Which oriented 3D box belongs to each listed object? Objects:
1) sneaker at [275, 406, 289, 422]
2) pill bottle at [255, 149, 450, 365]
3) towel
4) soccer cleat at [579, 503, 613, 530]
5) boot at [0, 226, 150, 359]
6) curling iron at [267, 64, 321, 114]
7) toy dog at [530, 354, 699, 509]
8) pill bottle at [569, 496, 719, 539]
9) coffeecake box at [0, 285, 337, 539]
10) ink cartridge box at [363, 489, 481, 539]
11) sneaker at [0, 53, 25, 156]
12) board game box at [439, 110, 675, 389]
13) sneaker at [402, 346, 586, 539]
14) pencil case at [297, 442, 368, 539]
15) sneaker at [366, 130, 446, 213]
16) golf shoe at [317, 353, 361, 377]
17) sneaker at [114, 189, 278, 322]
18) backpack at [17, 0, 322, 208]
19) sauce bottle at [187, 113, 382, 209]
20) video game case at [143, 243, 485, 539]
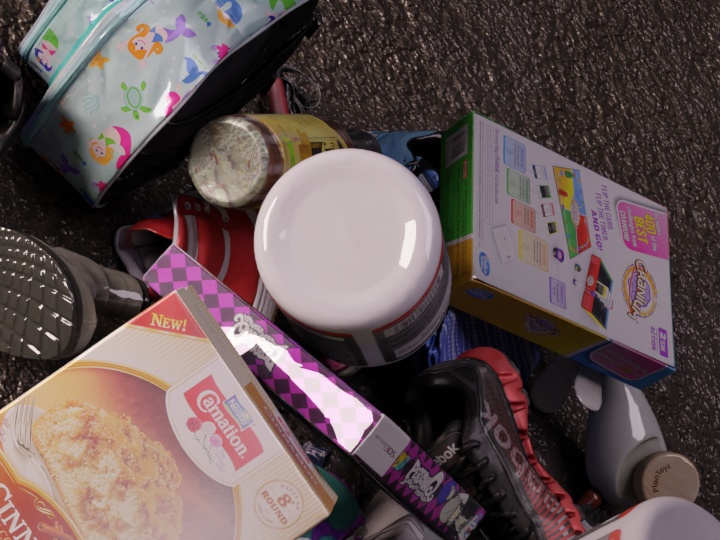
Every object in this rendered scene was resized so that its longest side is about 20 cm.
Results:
[{"bbox_3d":[-0.117,0.121,1.299,0.200,0.077,0.080,-16,112,-59],"label":"sneaker"},{"bbox_3d":[0.000,0.000,1.329,0.200,0.116,0.116,68,-2,-77],"label":"pill bottle"},{"bbox_3d":[0.094,0.062,1.533,0.200,0.024,0.145,-53,138,-50],"label":"towel"},{"bbox_3d":[0.200,0.236,1.554,0.068,0.073,0.200,45,9,37],"label":"soccer cleat"},{"bbox_3d":[-0.178,0.010,1.220,0.131,0.200,0.068,8,97,-39],"label":"boot"},{"bbox_3d":[-0.046,-0.073,1.536,0.050,0.026,0.200,17,52,-36],"label":"curling iron"},{"bbox_3d":[0.178,0.115,1.587,0.096,0.132,0.200,-27,76,-14],"label":"toy dog"},{"bbox_3d":[0.136,0.225,1.234,0.116,0.200,0.116,25,48,-31],"label":"pill bottle"},{"bbox_3d":[-0.138,0.127,1.151,0.154,0.200,0.073,55,3,0],"label":"coffeecake box"},{"bbox_3d":[0.045,0.241,1.357,0.146,0.084,0.200,49,39,-9],"label":"ink cartridge box"},{"bbox_3d":[-0.248,-0.117,1.293,0.070,0.100,0.200,29,46,-33],"label":"sneaker"},{"bbox_3d":[0.149,-0.014,1.524,0.200,0.040,0.153,24,51,-28],"label":"board game box"},{"bbox_3d":[0.086,0.143,1.348,0.098,0.071,0.200,2,58,-46],"label":"sneaker"},{"bbox_3d":[-0.065,0.205,1.254,0.200,0.092,0.085,-61,153,-43],"label":"pencil case"},{"bbox_3d":[0.017,-0.056,1.519,0.078,0.090,0.200,62,32,-23],"label":"sneaker"},{"bbox_3d":[0.039,0.033,1.513,0.092,0.075,0.200,53,39,-9],"label":"golf shoe"},{"bbox_3d":[-0.106,-0.047,1.417,0.112,0.071,0.200,31,46,-32],"label":"sneaker"},{"bbox_3d":[-0.141,-0.143,1.367,0.151,0.178,0.200,41,48,-6],"label":"backpack"},{"bbox_3d":[-0.043,-0.077,1.384,0.065,0.065,0.200,62,26,8],"label":"sauce bottle"},{"bbox_3d":[-0.027,0.080,1.273,0.200,0.036,0.181,37,-5,34],"label":"video game case"}]
